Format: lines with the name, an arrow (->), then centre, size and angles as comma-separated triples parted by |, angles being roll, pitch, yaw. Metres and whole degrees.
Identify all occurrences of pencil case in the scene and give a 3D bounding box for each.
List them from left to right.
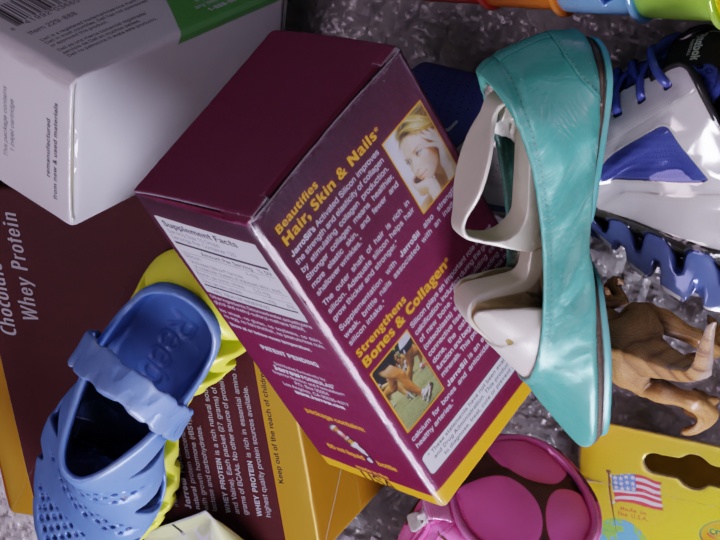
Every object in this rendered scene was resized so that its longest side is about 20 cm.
pencil case -> 0.050, 0.163, 1.043 | 0.200, 0.094, 0.091 | 113, 143, -49

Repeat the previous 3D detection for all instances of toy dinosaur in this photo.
toy dinosaur -> 0.134, 0.040, 0.940 | 0.200, 0.106, 0.060 | 28, 95, 59

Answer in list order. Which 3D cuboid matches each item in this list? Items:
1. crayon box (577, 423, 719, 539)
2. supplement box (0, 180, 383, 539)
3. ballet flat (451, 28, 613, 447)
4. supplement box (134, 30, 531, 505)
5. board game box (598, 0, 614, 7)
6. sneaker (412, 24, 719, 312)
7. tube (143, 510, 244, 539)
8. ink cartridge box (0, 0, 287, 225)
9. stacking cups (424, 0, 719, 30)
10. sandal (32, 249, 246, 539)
crayon box -> 0.178, 0.166, 1.025 | 0.127, 0.051, 0.200 | 11, 119, 25
supplement box -> -0.092, 0.024, 1.059 | 0.200, 0.133, 0.198 | 3, 114, 28
ballet flat -> 0.074, -0.011, 0.889 | 0.070, 0.067, 0.200 | -8, 114, -11
supplement box -> 0.000, 0.000, 0.919 | 0.086, 0.110, 0.200 | 14, 147, 45
board game box -> 0.155, -0.223, 0.816 | 0.200, 0.037, 0.151 | -27, 99, 13
sneaker -> 0.122, -0.072, 0.930 | 0.199, 0.081, 0.115 | 24, 123, 9
tube -> -0.028, 0.197, 1.035 | 0.058, 0.052, 0.200 | -42, 102, 15
ink cartridge box -> -0.159, -0.123, 0.994 | 0.200, 0.146, 0.084 | 31, 132, 30
stacking cups -> 0.115, -0.146, 0.912 | 0.200, 0.060, 0.061 | 10, 117, 29
sandal -> -0.124, 0.079, 0.968 | 0.079, 0.087, 0.200 | 32, 126, 10
